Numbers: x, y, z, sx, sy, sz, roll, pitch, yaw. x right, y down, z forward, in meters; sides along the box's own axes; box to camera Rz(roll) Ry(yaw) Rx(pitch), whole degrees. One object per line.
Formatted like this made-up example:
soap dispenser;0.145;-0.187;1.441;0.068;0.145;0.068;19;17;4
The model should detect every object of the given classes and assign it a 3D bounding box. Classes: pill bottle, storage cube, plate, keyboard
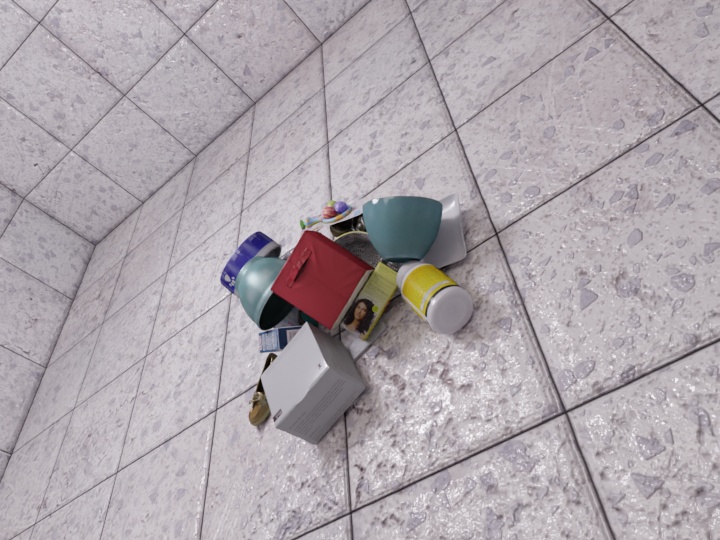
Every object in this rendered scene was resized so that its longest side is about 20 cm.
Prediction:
pill bottle;0.163;0.053;1.355;0.113;0.112;0.200;-48;34;2
storage cube;-0.087;0.020;1.457;0.172;0.179;0.200;-58;-8;5
plate;0.182;-0.078;1.508;0.198;0.032;0.202;-24;52;32
keyboard;-0.010;0.200;1.503;0.200;0.011;0.056;-46;34;5

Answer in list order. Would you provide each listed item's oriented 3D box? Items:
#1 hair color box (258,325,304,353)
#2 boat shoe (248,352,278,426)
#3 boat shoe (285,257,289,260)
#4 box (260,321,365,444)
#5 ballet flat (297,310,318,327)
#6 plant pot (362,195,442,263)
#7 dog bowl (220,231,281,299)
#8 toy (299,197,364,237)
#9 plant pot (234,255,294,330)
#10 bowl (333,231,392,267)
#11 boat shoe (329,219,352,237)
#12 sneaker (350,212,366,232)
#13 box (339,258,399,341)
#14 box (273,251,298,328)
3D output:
hair color box;-0.205;0.188;1.596;0.200;0.099;0.061;159;107;-65
boat shoe;-0.268;0.328;1.627;0.073;0.063;0.201;-10;51;43
boat shoe;-0.224;0.002;1.723;0.199;0.067;0.057;-38;39;18
box;-0.121;0.273;1.437;0.199;0.130;0.200;-49;34;10
ballet flat;-0.145;0.171;1.639;0.064;0.067;0.200;-55;32;9
plant pot;0.104;-0.092;1.442;0.199;0.199;0.136;-8;79;45
dog bowl;-0.325;-0.015;1.749;0.201;0.079;0.200;-54;-6;-8
toy;-0.091;-0.170;1.717;0.198;0.047;0.116;-22;27;17
plant pot;-0.258;0.044;1.612;0.134;0.200;0.201;35;84;16
bowl;0.000;0.000;1.580;0.198;0.094;0.203;-1;88;15
boat shoe;-0.062;-0.133;1.810;0.077;0.071;0.200;-58;0;21
sneaker;-0.017;-0.096;1.701;0.200;0.114;0.076;-46;73;3
box;0.033;0.074;1.479;0.075;0.050;0.201;30;86;13
box;-0.225;0.068;1.800;0.177;0.097;0.200;-47;34;4
